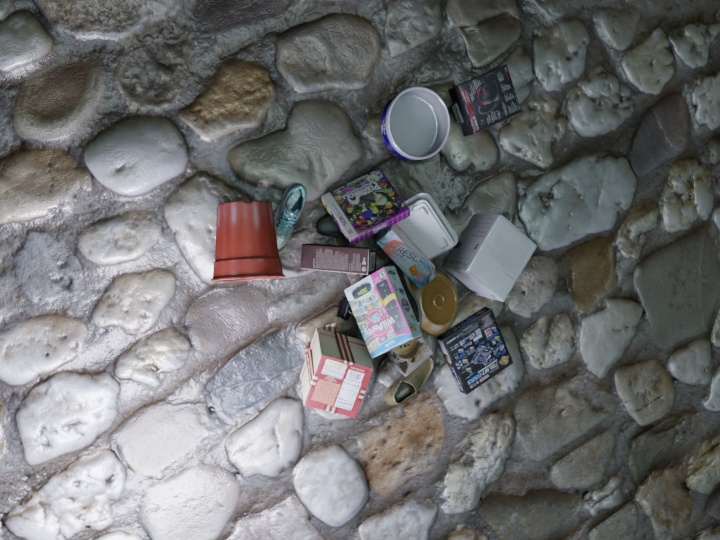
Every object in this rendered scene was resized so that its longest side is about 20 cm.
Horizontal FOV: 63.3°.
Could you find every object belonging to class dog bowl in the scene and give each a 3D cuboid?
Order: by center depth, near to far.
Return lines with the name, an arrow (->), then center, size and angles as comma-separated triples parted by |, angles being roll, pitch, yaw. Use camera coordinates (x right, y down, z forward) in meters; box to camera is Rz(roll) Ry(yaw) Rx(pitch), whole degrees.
dog bowl -> 0.158, -0.425, 1.704 | 0.194, 0.079, 0.206 | -2, 96, -17

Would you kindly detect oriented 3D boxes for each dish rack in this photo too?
dish rack -> 0.171, -0.109, 1.697 | 0.169, 0.044, 0.201 | -26, 115, 27

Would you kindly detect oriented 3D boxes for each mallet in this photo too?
mallet -> 0.012, 0.150, 1.671 | 0.067, 0.198, 0.041 | -59, 149, 7

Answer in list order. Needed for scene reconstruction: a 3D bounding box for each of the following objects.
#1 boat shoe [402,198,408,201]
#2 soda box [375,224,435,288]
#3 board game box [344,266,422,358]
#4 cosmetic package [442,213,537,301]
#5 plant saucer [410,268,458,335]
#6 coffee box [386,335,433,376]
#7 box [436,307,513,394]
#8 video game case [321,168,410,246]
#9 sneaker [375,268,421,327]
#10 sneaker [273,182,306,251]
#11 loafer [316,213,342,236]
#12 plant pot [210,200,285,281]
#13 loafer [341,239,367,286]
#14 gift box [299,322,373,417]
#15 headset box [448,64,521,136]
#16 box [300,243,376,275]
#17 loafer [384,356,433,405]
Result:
boat shoe -> 0.138, -0.177, 1.732 | 0.197, 0.072, 0.067 | 25, 57, -5
soda box -> 0.131, -0.046, 1.677 | 0.063, 0.069, 0.200 | -36, 111, 24
board game box -> 0.061, 0.112, 1.589 | 0.146, 0.064, 0.204 | -29, 78, 28
cosmetic package -> 0.388, -0.041, 1.767 | 0.164, 0.164, 0.202 | 35, 83, -17
plant saucer -> 0.229, 0.093, 1.768 | 0.195, 0.035, 0.207 | 4, 83, -30
coffee box -> 0.113, 0.196, 1.747 | 0.112, 0.080, 0.202 | -37, 104, -11
box -> 0.365, 0.253, 1.848 | 0.197, 0.050, 0.202 | -29, 104, -13
video game case -> 0.013, -0.182, 1.647 | 0.196, 0.036, 0.183 | -26, 59, -12
sneaker -> 0.097, 0.085, 1.645 | 0.104, 0.075, 0.203 | 1, 51, -29
sneaker -> -0.206, -0.150, 1.612 | 0.076, 0.086, 0.205 | 20, 89, -17
loafer -> -0.029, -0.138, 1.676 | 0.195, 0.072, 0.075 | -11, 99, -15
plant pot -> -0.300, -0.076, 1.544 | 0.195, 0.200, 0.201 | -3, 88, -17
loafer -> 0.000, 0.000, 1.701 | 0.068, 0.074, 0.205 | -17, 92, -51
gift box -> -0.060, 0.269, 1.642 | 0.181, 0.187, 0.204 | 21, 104, -16
headset box -> 0.368, -0.508, 1.764 | 0.196, 0.075, 0.152 | -27, 102, -13
box -> -0.059, -0.033, 1.618 | 0.194, 0.100, 0.077 | 3, 94, 14
loafer -> 0.157, 0.338, 1.781 | 0.076, 0.067, 0.201 | 44, 82, -16
